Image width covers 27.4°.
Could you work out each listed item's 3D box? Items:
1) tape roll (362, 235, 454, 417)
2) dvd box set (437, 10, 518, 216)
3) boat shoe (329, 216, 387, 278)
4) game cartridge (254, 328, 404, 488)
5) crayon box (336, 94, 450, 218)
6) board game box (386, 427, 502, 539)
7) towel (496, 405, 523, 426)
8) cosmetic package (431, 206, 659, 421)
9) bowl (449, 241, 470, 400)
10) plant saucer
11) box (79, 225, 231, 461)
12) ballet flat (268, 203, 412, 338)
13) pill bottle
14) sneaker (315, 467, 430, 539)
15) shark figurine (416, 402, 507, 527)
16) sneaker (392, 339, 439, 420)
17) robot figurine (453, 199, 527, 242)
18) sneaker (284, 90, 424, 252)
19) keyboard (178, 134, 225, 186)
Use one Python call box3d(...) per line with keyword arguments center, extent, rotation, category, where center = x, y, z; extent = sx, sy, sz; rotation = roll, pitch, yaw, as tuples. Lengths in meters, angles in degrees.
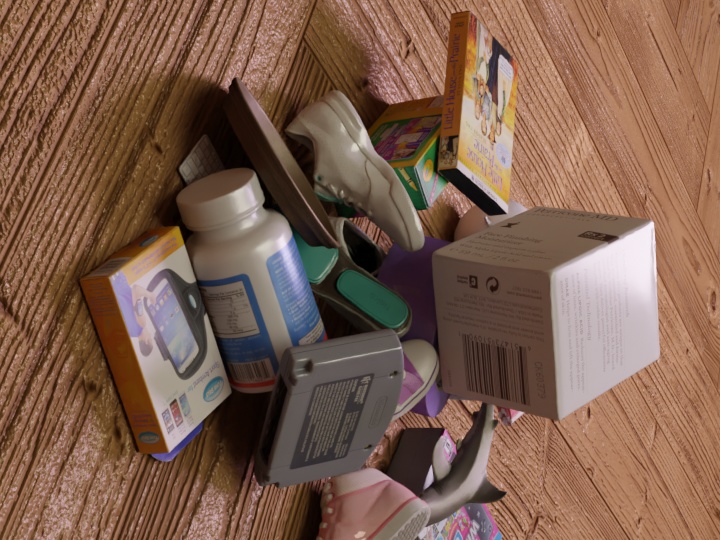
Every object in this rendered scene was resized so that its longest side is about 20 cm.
box3d(center=(0.070, 0.062, 1.708), extent=(0.200, 0.084, 0.203), rotation=(14, 90, -73), category="tape roll")
box3d(center=(0.141, -0.184, 1.754), extent=(0.146, 0.029, 0.203), rotation=(35, 56, -53), category="dvd box set")
box3d(center=(0.000, 0.000, 1.680), extent=(0.200, 0.066, 0.075), rotation=(37, 55, -52), category="boat shoe")
box3d(center=(-0.028, 0.137, 1.461), extent=(0.132, 0.042, 0.201), rotation=(-13, 141, -28), category="game cartridge")
box3d(center=(0.057, -0.139, 1.750), extent=(0.200, 0.117, 0.059), rotation=(-53, 129, -49), category="crayon box")
box3d(center=(0.094, 0.314, 1.802), extent=(0.201, 0.064, 0.148), rotation=(63, 38, -34), category="board game box")
box3d(center=(0.191, 0.063, 1.747), extent=(0.146, 0.030, 0.202), rotation=(-36, 123, -37), category="towel")
box3d(center=(0.205, 0.040, 1.612), extent=(0.199, 0.163, 0.167), rotation=(-24, 115, -44), category="cosmetic package")
box3d(center=(0.165, 0.056, 1.854), extent=(0.075, 0.197, 0.203), rotation=(-111, -159, -79), category="bowl")
box3d(center=(-0.083, -0.103, 1.497), extent=(0.201, 0.029, 0.200), rotation=(58, 3, -4), category="plant saucer")
box3d(center=(-0.184, 0.074, 1.378), extent=(0.119, 0.041, 0.202), rotation=(-43, 121, -54), category="box")
box3d(center=(-0.033, 0.010, 1.589), extent=(0.199, 0.064, 0.068), rotation=(40, 64, 1), category="ballet flat")
box3d(center=(-0.109, 0.008, 1.446), extent=(0.112, 0.111, 0.202), rotation=(-47, 126, -52), category="pill bottle")
box3d(center=(-0.026, 0.294, 1.599), extent=(0.200, 0.104, 0.076), rotation=(-40, 152, -23), category="sneaker")
box3d(center=(0.137, 0.220, 1.702), extent=(0.216, 0.089, 0.128), rotation=(-61, 146, -12), category="shark figurine")
box3d(center=(-0.003, 0.112, 1.534), extent=(0.199, 0.073, 0.115), rotation=(-29, 146, -18), category="sneaker")
box3d(center=(0.193, -0.013, 1.972), extent=(0.201, 0.112, 0.170), rotation=(63, -4, -34), category="robot figurine")
box3d(center=(-0.009, -0.093, 1.620), extent=(0.201, 0.088, 0.075), rotation=(56, -10, 9), category="sneaker")
box3d(center=(-0.129, -0.043, 1.518), extent=(0.201, 0.011, 0.057), rotation=(63, 37, -33), category="keyboard")
